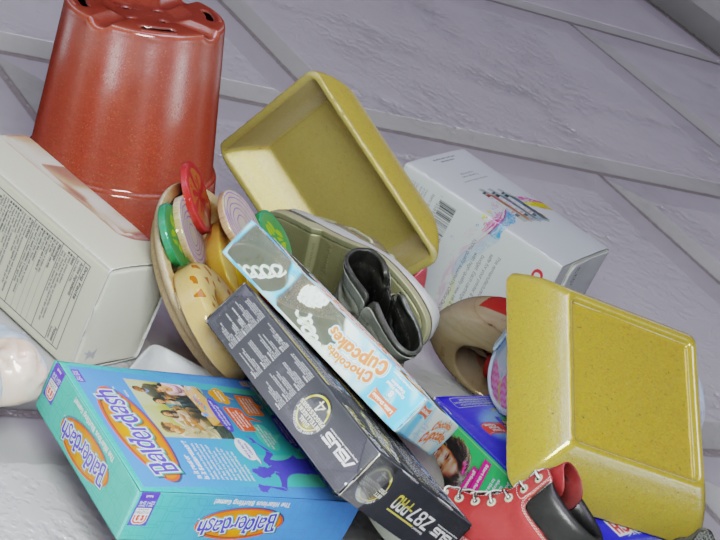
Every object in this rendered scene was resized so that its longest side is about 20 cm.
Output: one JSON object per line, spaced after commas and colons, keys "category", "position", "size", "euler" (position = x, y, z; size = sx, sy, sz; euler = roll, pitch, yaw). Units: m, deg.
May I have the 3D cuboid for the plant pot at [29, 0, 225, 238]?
{"category": "plant pot", "position": [-0.212, -0.148, 1.667], "size": [0.198, 0.197, 0.201], "euler": [11, 22, -4]}

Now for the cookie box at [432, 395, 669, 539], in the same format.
{"category": "cookie box", "position": [0.159, 0.194, 1.551], "size": [0.170, 0.076, 0.200], "euler": [3, 31, -48]}

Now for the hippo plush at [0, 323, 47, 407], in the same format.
{"category": "hippo plush", "position": [-0.292, 0.003, 1.292], "size": [0.158, 0.163, 0.200], "euler": [15, 19, 19]}

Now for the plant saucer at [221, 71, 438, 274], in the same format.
{"category": "plant saucer", "position": [-0.020, -0.075, 1.681], "size": [0.048, 0.200, 0.201], "euler": [-36, 94, -35]}

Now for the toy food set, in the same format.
{"category": "toy food set", "position": [-0.107, 0.010, 1.491], "size": [0.200, 0.048, 0.200], "euler": [28, 41, -57]}

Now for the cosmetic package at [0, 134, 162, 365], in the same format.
{"category": "cosmetic package", "position": [-0.259, -0.018, 1.506], "size": [0.200, 0.104, 0.087], "euler": [40, 25, 26]}

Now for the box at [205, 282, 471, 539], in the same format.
{"category": "box", "position": [-0.016, 0.114, 1.357], "size": [0.200, 0.049, 0.161], "euler": [49, 1, 37]}

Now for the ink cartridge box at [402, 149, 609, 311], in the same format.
{"category": "ink cartridge box", "position": [0.124, -0.007, 1.863], "size": [0.199, 0.146, 0.144], "euler": [36, 23, 19]}

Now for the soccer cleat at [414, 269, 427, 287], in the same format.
{"category": "soccer cleat", "position": [-0.029, -0.012, 1.793], "size": [0.198, 0.074, 0.068], "euler": [24, 22, -9]}

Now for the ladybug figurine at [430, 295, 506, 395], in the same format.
{"category": "ladybug figurine", "position": [0.159, 0.087, 1.709], "size": [0.199, 0.136, 0.072], "euler": [31, 60, 17]}

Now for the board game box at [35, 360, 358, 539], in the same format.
{"category": "board game box", "position": [-0.117, 0.134, 1.320], "size": [0.199, 0.045, 0.152], "euler": [10, 28, -40]}

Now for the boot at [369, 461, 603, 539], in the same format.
{"category": "boot", "position": [0.092, 0.175, 1.402], "size": [0.200, 0.145, 0.072], "euler": [43, 20, 25]}

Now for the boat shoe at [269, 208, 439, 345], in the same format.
{"category": "boat shoe", "position": [0.000, 0.000, 1.604], "size": [0.199, 0.075, 0.068], "euler": [36, 27, 29]}

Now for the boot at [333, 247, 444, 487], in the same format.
{"category": "boot", "position": [0.020, 0.091, 1.483], "size": [0.067, 0.131, 0.201], "euler": [-20, 70, -29]}

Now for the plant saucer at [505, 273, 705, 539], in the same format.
{"category": "plant saucer", "position": [0.214, 0.107, 1.507], "size": [0.198, 0.048, 0.202], "euler": [19, 56, -26]}

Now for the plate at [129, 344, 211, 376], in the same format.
{"category": "plate", "position": [-0.111, 0.146, 1.406], "size": [0.198, 0.033, 0.200], "euler": [28, 22, 3]}

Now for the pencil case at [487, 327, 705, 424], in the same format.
{"category": "pencil case", "position": [0.208, 0.104, 1.593], "size": [0.198, 0.083, 0.092], "euler": [15, 53, -29]}

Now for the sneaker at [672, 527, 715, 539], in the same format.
{"category": "sneaker", "position": [0.229, 0.255, 1.454], "size": [0.198, 0.076, 0.115], "euler": [20, 49, -24]}

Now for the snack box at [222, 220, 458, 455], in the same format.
{"category": "snack box", "position": [-0.014, 0.053, 1.390], "size": [0.200, 0.037, 0.116], "euler": [45, 1, 20]}
